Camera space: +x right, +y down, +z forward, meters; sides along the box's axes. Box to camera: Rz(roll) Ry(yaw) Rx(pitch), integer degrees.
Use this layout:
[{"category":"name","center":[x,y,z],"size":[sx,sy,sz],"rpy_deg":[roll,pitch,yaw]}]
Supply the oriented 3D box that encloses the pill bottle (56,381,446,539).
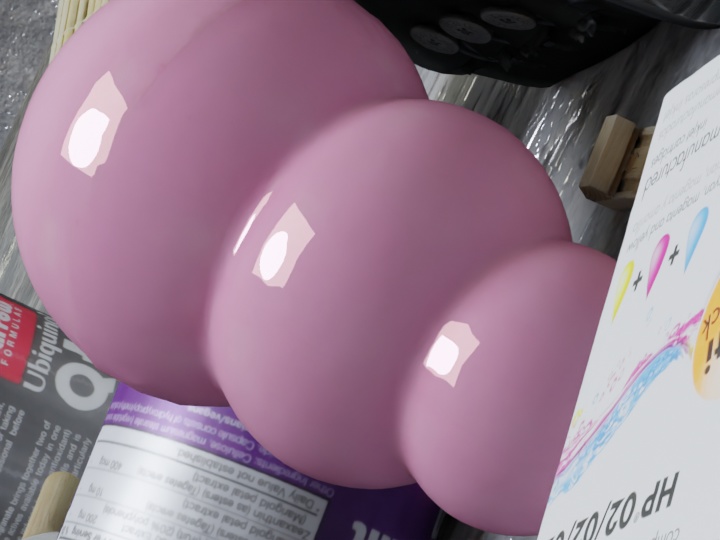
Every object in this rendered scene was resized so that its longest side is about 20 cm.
[{"category":"pill bottle","center":[-0.038,0.091,0.869],"size":[0.201,0.111,0.111],"rpy_deg":[-69,13,-10]}]

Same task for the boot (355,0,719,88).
[{"category":"boot","center":[0.025,-0.114,0.864],"size":[0.066,0.164,0.200],"rpy_deg":[-61,13,-5]}]

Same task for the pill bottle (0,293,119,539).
[{"category":"pill bottle","center":[-0.145,0.070,1.142],"size":[0.111,0.199,0.111],"rpy_deg":[-58,16,27]}]

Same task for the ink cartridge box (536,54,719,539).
[{"category":"ink cartridge box","center":[0.086,0.045,0.542],"size":[0.115,0.068,0.201],"rpy_deg":[-40,29,63]}]

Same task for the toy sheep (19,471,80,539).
[{"category":"toy sheep","center":[-0.101,0.151,0.980],"size":[0.138,0.137,0.201],"rpy_deg":[-82,-2,-50]}]

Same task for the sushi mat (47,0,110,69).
[{"category":"sushi mat","center":[-0.062,-0.113,0.897],"size":[0.096,0.012,0.200],"rpy_deg":[-39,20,14]}]

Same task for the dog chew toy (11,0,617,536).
[{"category":"dog chew toy","center":[0.000,0.000,0.752],"size":[0.124,0.200,0.125],"rpy_deg":[-38,-34,-32]}]

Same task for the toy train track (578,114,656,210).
[{"category":"toy train track","center":[0.091,-0.036,0.746],"size":[0.115,0.032,0.200],"rpy_deg":[-68,12,-6]}]
